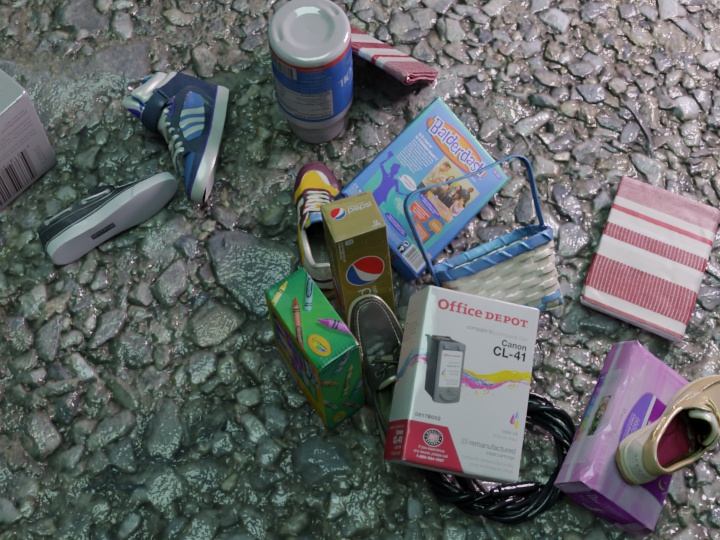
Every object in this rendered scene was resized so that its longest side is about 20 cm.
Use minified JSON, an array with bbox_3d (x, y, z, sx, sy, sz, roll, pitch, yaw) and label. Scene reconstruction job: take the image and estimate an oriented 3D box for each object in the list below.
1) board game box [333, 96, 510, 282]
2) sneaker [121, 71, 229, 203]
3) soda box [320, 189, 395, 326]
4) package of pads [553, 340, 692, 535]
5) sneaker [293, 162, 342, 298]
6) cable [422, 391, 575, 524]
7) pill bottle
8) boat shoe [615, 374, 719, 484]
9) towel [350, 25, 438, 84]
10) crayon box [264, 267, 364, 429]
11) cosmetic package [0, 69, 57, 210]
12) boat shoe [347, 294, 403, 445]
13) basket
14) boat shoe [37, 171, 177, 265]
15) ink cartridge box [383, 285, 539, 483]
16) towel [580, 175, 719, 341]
[{"bbox_3d":[0.084,-0.110,1.454,0.200,0.045,0.152,-44,96,-19],"label":"board game box"},{"bbox_3d":[-0.265,-0.190,1.500,0.144,0.081,0.203,11,56,-7],"label":"sneaker"},{"bbox_3d":[0.000,0.000,1.341,0.067,0.202,0.065,-18,51,-8],"label":"soda box"},{"bbox_3d":[0.323,0.198,1.291,0.120,0.076,0.202,34,66,-12],"label":"package of pads"},{"bbox_3d":[-0.051,-0.070,1.441,0.073,0.091,0.203,-9,64,-3],"label":"sneaker"},{"bbox_3d":[0.173,0.223,1.314,0.197,0.051,0.165,19,65,9],"label":"cable"},{"bbox_3d":[-0.064,-0.265,1.478,0.110,0.201,0.114,0,63,1],"label":"pill bottle"},{"bbox_3d":[0.381,0.182,1.242,0.199,0.069,0.075,-32,94,-29],"label":"boat shoe"},{"bbox_3d":[0.006,-0.318,1.550,0.198,0.144,0.023,31,109,15],"label":"towel"},{"bbox_3d":[-0.053,0.098,1.296,0.058,0.201,0.119,-31,67,-14],"label":"crayon box"},{"bbox_3d":[-0.552,-0.197,1.472,0.199,0.166,0.165,38,68,18],"label":"cosmetic package"},{"bbox_3d":[0.038,0.128,1.310,0.071,0.066,0.205,-15,94,-11],"label":"boat shoe"},{"bbox_3d":[0.159,-0.027,1.373,0.173,0.139,0.204,-18,99,-9],"label":"basket"},{"bbox_3d":[-0.345,-0.087,1.471,0.198,0.072,0.068,-33,68,-7],"label":"boat shoe"},{"bbox_3d":[0.117,0.133,1.254,0.145,0.086,0.204,12,79,-11],"label":"ink cartridge box"},{"bbox_3d":[0.386,-0.018,1.439,0.142,0.023,0.202,21,67,9],"label":"towel"}]
